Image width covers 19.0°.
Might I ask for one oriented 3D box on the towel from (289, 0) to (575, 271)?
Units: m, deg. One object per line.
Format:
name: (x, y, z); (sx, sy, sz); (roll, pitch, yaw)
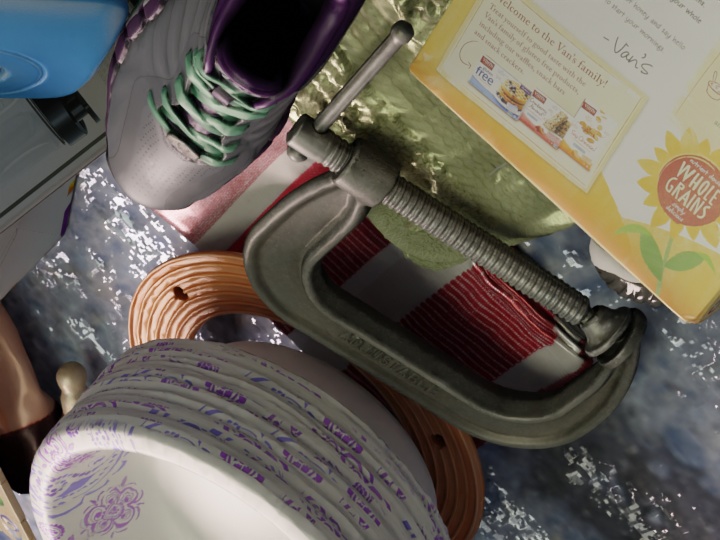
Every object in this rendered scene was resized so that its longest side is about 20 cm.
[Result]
towel: (0.024, -0.089, 0.841); (0.148, 0.037, 0.200); (-24, 116, 34)

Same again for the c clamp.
c clamp: (0.038, 0.004, 0.880); (0.200, 0.027, 0.171); (36, 136, -19)

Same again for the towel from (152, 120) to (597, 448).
towel: (0.000, 0.000, 0.976); (0.200, 0.023, 0.144); (44, 139, -4)

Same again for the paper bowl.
paper bowl: (-0.045, 0.114, 0.994); (0.200, 0.104, 0.201); (24, 140, 21)

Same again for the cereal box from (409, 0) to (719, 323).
cereal box: (0.122, -0.101, 0.729); (0.144, 0.039, 0.200); (44, 122, 15)

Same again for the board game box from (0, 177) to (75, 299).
board game box: (-0.245, -0.071, 1.033); (0.199, 0.103, 0.105); (31, 138, 10)

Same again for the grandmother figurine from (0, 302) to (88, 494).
grandmother figurine: (-0.185, 0.082, 1.155); (0.121, 0.061, 0.200); (-14, 113, 52)

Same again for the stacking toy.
stacking toy: (-0.159, -0.173, 0.854); (0.116, 0.109, 0.201); (152, 117, -65)

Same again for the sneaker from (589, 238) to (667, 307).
sneaker: (0.167, -0.044, 0.787); (0.199, 0.076, 0.077); (-22, 104, 35)

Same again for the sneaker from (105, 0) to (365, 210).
sneaker: (-0.053, -0.078, 0.794); (0.074, 0.088, 0.200); (32, 131, -8)

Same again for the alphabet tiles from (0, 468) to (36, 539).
alphabet tiles: (-0.259, 0.059, 1.173); (0.200, 0.008, 0.168); (31, 151, 36)

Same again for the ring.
ring: (-0.026, 0.067, 1.032); (0.200, 0.019, 0.201); (24, 140, 22)

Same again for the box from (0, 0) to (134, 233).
box: (-0.185, -0.062, 0.916); (0.117, 0.200, 0.060); (50, 158, -5)
